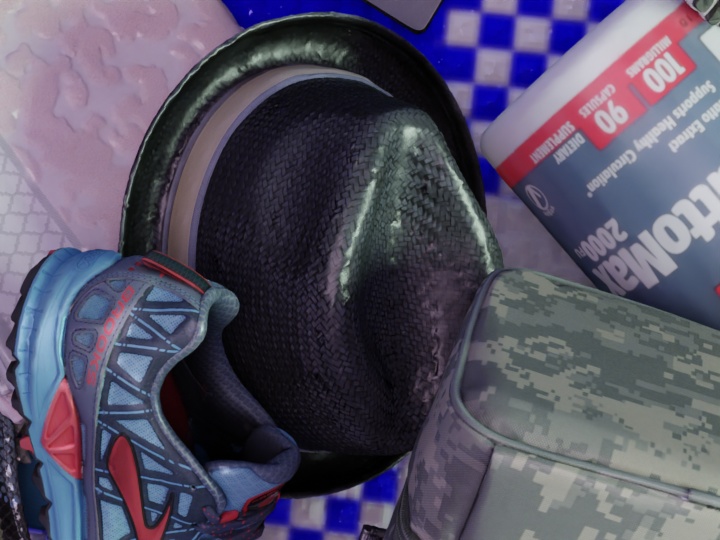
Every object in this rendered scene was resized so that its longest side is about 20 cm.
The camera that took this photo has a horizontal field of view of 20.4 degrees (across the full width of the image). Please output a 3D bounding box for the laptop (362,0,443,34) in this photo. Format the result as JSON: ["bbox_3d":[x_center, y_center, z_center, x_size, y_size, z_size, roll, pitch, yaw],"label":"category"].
[{"bbox_3d":[0.018,-0.205,0.771,0.200,0.116,0.188,28,97,-30],"label":"laptop"}]

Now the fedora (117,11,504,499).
[{"bbox_3d":[0.000,0.000,0.796,0.200,0.091,0.202,-7,103,-34],"label":"fedora"}]

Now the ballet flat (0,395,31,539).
[{"bbox_3d":[-0.132,0.127,0.812,0.074,0.074,0.201,-19,94,7],"label":"ballet flat"}]

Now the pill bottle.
[{"bbox_3d":[0.154,-0.015,0.807,0.120,0.120,0.200,-41,88,6],"label":"pill bottle"}]

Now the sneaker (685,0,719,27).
[{"bbox_3d":[0.164,-0.155,0.782,0.089,0.200,0.079,49,129,14],"label":"sneaker"}]

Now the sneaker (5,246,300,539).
[{"bbox_3d":[-0.068,0.089,0.754,0.095,0.079,0.201,1,117,24],"label":"sneaker"}]

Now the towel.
[{"bbox_3d":[-0.124,-0.067,0.830,0.191,0.032,0.200,-36,88,-30],"label":"towel"}]

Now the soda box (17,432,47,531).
[{"bbox_3d":[-0.149,0.072,0.872,0.199,0.064,0.068,9,94,5],"label":"soda box"}]

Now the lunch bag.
[{"bbox_3d":[0.099,0.114,0.732,0.199,0.139,0.168,18,115,2],"label":"lunch bag"}]
